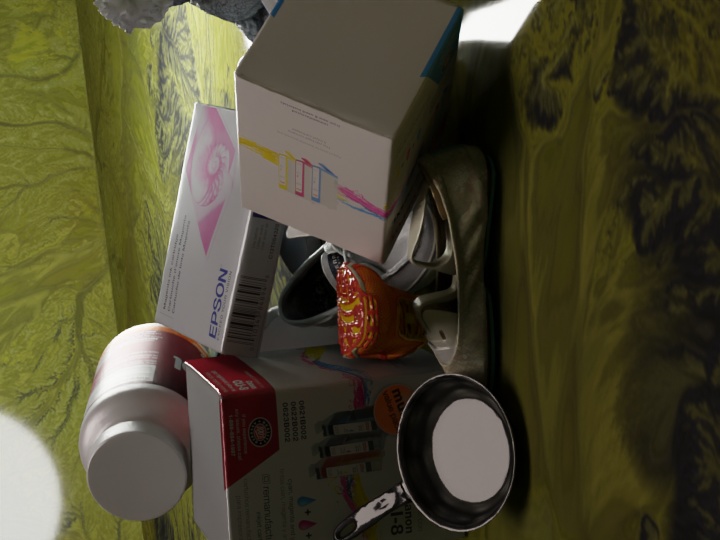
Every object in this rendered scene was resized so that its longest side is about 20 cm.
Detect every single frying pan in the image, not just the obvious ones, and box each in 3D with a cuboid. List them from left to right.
[{"bbox_3d":[0.058,0.164,1.318,0.115,0.031,0.191,45,121,34],"label":"frying pan"}]

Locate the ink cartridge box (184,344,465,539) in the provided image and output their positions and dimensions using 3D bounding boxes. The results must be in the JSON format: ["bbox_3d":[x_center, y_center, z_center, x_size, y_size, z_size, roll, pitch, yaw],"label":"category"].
[{"bbox_3d":[-0.029,0.145,1.444,0.145,0.198,0.147,-156,62,-71],"label":"ink cartridge box"}]

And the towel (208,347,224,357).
[{"bbox_3d":[-0.115,0.017,1.611,0.200,0.022,0.148,-118,44,-76],"label":"towel"}]

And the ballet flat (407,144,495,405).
[{"bbox_3d":[0.064,0.006,1.311,0.067,0.062,0.202,-142,49,-69],"label":"ballet flat"}]

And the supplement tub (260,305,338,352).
[{"bbox_3d":[-0.058,0.107,1.638,0.200,0.144,0.147,138,126,-72],"label":"supplement tub"}]

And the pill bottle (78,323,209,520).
[{"bbox_3d":[-0.188,0.135,1.567,0.200,0.112,0.114,-93,5,-67],"label":"pill bottle"}]

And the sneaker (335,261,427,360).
[{"bbox_3d":[0.019,0.032,1.350,0.200,0.076,0.074,59,-150,-86],"label":"sneaker"}]

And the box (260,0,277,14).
[{"bbox_3d":[-0.093,-0.288,1.368,0.123,0.047,0.200,66,-176,27],"label":"box"}]

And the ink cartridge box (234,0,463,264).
[{"bbox_3d":[-0.010,-0.112,1.314,0.200,0.124,0.129,93,-158,-61],"label":"ink cartridge box"}]

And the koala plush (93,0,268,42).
[{"bbox_3d":[-0.148,-0.281,1.576,0.184,0.198,0.178,102,156,-49],"label":"koala plush"}]

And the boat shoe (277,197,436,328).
[{"bbox_3d":[-0.001,-0.001,1.443,0.201,0.071,0.070,-38,69,48],"label":"boat shoe"}]

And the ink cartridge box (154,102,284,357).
[{"bbox_3d":[-0.127,-0.041,1.519,0.200,0.043,0.198,17,97,58],"label":"ink cartridge box"}]

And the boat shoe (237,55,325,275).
[{"bbox_3d":[-0.050,-0.095,1.539,0.071,0.069,0.202,-7,98,63],"label":"boat shoe"}]
